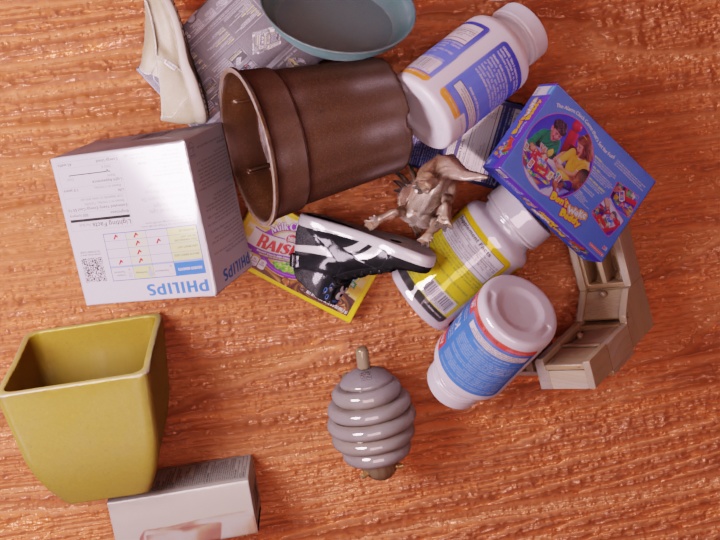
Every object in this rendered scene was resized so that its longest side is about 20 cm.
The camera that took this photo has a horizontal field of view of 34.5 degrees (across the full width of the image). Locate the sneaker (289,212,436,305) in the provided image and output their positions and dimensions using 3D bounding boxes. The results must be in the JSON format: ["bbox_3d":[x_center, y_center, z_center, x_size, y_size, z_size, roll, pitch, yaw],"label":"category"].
[{"bbox_3d":[0.000,0.000,1.542,0.200,0.073,0.112,18,103,22],"label":"sneaker"}]

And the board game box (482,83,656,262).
[{"bbox_3d":[0.270,-0.124,1.487,0.200,0.045,0.135,40,80,-22],"label":"board game box"}]

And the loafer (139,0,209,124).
[{"bbox_3d":[-0.248,-0.274,1.453,0.068,0.076,0.200,-18,104,-4],"label":"loafer"}]

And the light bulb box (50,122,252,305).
[{"bbox_3d":[-0.267,-0.072,1.500,0.198,0.125,0.200,-5,106,20],"label":"light bulb box"}]

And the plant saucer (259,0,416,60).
[{"bbox_3d":[-0.030,-0.323,1.461,0.200,0.200,0.036,8,137,-5],"label":"plant saucer"}]

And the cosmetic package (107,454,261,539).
[{"bbox_3d":[-0.247,0.332,1.644,0.200,0.103,0.087,-8,104,1],"label":"cosmetic package"}]

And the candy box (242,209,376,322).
[{"bbox_3d":[-0.078,-0.017,1.602,0.200,0.026,0.102,27,98,-9],"label":"candy box"}]

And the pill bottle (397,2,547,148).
[{"bbox_3d":[0.144,-0.255,1.484,0.200,0.112,0.112,-39,104,-19],"label":"pill bottle"}]

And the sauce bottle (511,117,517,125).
[{"bbox_3d":[0.291,-0.147,1.555,0.200,0.066,0.066,29,102,-26],"label":"sauce bottle"}]

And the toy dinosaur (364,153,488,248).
[{"bbox_3d":[0.091,-0.106,1.500,0.086,0.136,0.200,39,136,-9],"label":"toy dinosaur"}]

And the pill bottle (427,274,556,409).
[{"bbox_3d":[0.164,0.103,1.528,0.112,0.112,0.200,25,139,-9],"label":"pill bottle"}]

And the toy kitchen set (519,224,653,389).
[{"bbox_3d":[0.267,0.043,1.568,0.163,0.200,0.181,-6,108,38],"label":"toy kitchen set"}]

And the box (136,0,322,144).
[{"bbox_3d":[-0.168,-0.275,1.520,0.200,0.048,0.158,-42,103,8],"label":"box"}]

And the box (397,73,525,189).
[{"bbox_3d":[0.128,-0.187,1.565,0.200,0.032,0.121,14,103,-8],"label":"box"}]

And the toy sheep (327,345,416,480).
[{"bbox_3d":[0.014,0.200,1.606,0.138,0.138,0.200,-14,104,1],"label":"toy sheep"}]

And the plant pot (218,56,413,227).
[{"bbox_3d":[-0.053,-0.177,1.453,0.198,0.200,0.201,-17,105,-18],"label":"plant pot"}]

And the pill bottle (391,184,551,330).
[{"bbox_3d":[0.150,-0.021,1.557,0.200,0.114,0.114,-40,103,13],"label":"pill bottle"}]

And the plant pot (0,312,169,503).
[{"bbox_3d":[-0.353,0.198,1.564,0.194,0.196,0.200,-9,111,0],"label":"plant pot"}]
